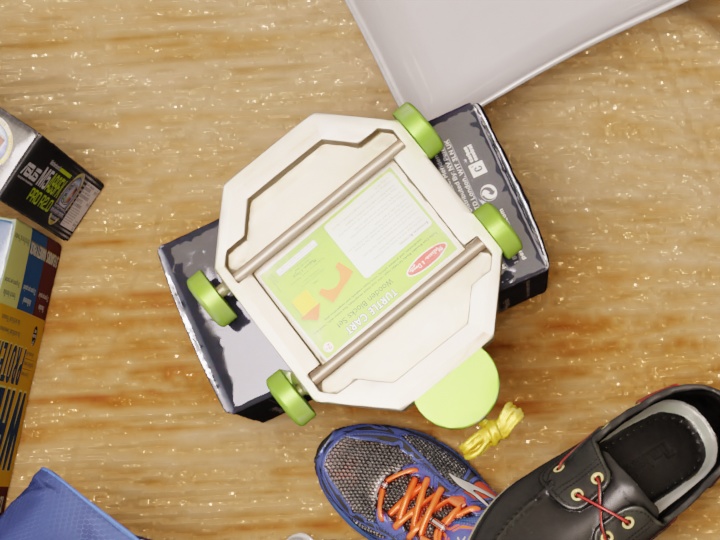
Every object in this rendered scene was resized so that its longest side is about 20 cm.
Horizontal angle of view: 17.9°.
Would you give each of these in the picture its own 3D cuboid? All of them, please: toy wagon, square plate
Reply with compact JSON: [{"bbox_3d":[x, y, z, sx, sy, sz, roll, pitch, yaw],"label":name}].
[{"bbox_3d":[0.011,0.015,1.219,0.155,0.040,0.200,-39,83,0],"label":"toy wagon"},{"bbox_3d":[0.083,-0.195,1.362,0.199,0.028,0.199,-27,62,1],"label":"square plate"}]

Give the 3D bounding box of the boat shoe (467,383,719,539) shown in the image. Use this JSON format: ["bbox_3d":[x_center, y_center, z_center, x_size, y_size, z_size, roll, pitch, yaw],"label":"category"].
[{"bbox_3d":[0.134,0.129,1.291,0.201,0.063,0.074,-33,80,-29],"label":"boat shoe"}]

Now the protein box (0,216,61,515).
[{"bbox_3d":[-0.302,0.053,1.335,0.199,0.135,0.200,12,85,5],"label":"protein box"}]

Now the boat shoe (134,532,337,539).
[{"bbox_3d":[-0.059,0.189,1.348,0.199,0.075,0.093,28,59,15],"label":"boat shoe"}]

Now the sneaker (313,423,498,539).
[{"bbox_3d":[0.061,0.152,1.330,0.199,0.078,0.076,32,87,6],"label":"sneaker"}]

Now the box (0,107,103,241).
[{"bbox_3d":[-0.238,-0.088,1.312,0.160,0.200,0.044,34,87,7],"label":"box"}]

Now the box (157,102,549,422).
[{"bbox_3d":[0.000,0.000,1.314,0.199,0.148,0.105,-24,83,1],"label":"box"}]

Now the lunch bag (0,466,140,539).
[{"bbox_3d":[-0.158,0.225,1.248,0.136,0.200,0.132,32,66,35],"label":"lunch bag"}]
